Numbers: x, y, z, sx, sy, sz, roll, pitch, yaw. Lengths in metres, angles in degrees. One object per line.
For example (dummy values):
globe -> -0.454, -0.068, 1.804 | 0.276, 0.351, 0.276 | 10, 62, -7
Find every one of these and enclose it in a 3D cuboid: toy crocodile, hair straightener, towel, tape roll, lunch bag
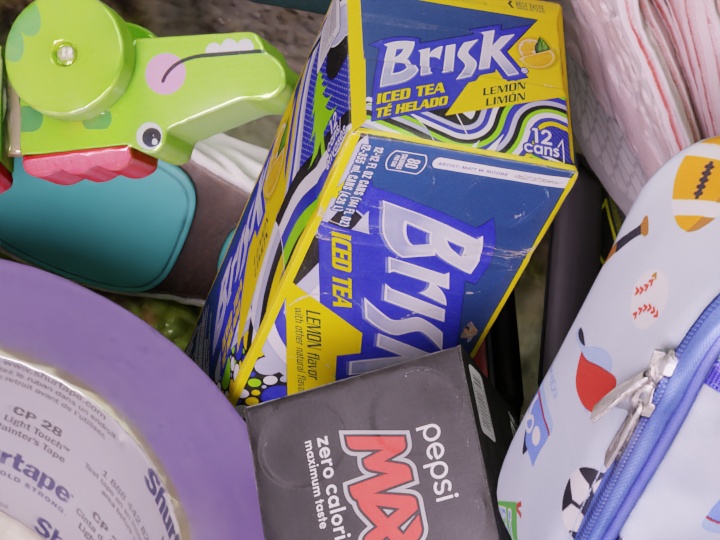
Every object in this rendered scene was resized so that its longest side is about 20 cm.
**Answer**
toy crocodile -> -0.116, -0.048, 0.803 | 0.199, 0.068, 0.062 | -3, 85, 6
hair straightener -> 0.072, 0.057, 0.848 | 0.077, 0.041, 0.201 | -7, 71, 21
towel -> 0.069, -0.087, 0.787 | 0.032, 0.191, 0.200 | -23, 44, -1
tape roll -> -0.124, 0.099, 0.760 | 0.199, 0.085, 0.201 | 10, 53, -13
lunch bag -> 0.139, 0.044, 0.672 | 0.199, 0.161, 0.076 | 9, 39, -22

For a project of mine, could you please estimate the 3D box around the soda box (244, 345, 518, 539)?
soda box -> 0.023, 0.127, 0.711 | 0.071, 0.063, 0.201 | -17, 62, 11

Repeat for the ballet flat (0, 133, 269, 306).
ballet flat -> -0.054, -0.024, 0.894 | 0.199, 0.069, 0.070 | 17, 52, -14

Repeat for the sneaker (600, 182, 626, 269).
sneaker -> 0.104, -0.015, 0.916 | 0.074, 0.085, 0.201 | -9, 49, 7

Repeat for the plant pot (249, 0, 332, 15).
plant pot -> -0.082, -0.187, 0.923 | 0.195, 0.200, 0.201 | 3, 55, -8

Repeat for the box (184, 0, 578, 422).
box -> 0.000, 0.000, 0.801 | 0.070, 0.200, 0.064 | 9, 53, -14
